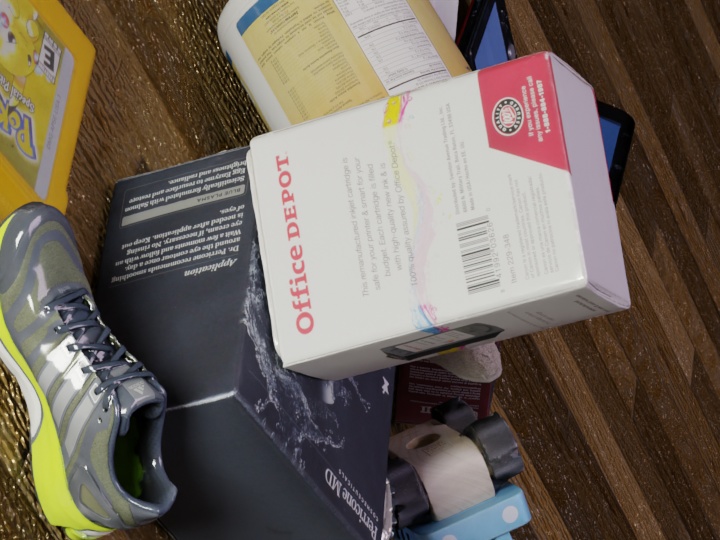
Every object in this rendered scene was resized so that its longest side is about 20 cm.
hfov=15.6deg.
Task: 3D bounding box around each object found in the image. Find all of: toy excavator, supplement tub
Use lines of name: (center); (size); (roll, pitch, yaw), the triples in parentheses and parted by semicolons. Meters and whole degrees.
toy excavator: (0.085, 0.207, 1.830); (0.200, 0.100, 0.194); (69, -14, -15)
supplement tub: (0.005, -0.121, 1.836); (0.200, 0.145, 0.145); (60, 19, 16)

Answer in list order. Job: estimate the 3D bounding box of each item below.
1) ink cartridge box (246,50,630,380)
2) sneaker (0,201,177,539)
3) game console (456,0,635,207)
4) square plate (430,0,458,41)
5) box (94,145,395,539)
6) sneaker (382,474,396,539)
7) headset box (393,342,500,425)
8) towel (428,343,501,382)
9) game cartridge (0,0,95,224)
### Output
ink cartridge box: (0.046, -0.029, 1.561); (0.086, 0.200, 0.148); (22, 57, -61)
sneaker: (-0.150, 0.055, 1.472); (0.074, 0.081, 0.200); (-32, 110, -46)
game console: (0.161, -0.153, 2.314); (0.200, 0.119, 0.172); (-70, 151, -55)
square plate: (0.034, -0.318, 2.230); (0.198, 0.028, 0.200); (45, 41, -50)
box: (-0.071, 0.064, 1.643); (0.197, 0.117, 0.200); (53, 32, -43)
sneaker: (-0.026, 0.182, 1.727); (0.086, 0.078, 0.200); (18, 27, -14)
headset box: (0.073, 0.013, 1.984); (0.149, 0.075, 0.200); (-79, 174, -51)
towel: (0.000, 0.000, 1.766); (0.034, 0.200, 0.133); (-53, 149, -15)
game cartridge: (-0.218, -0.106, 1.512); (0.176, 0.032, 0.200); (53, 30, -43)
